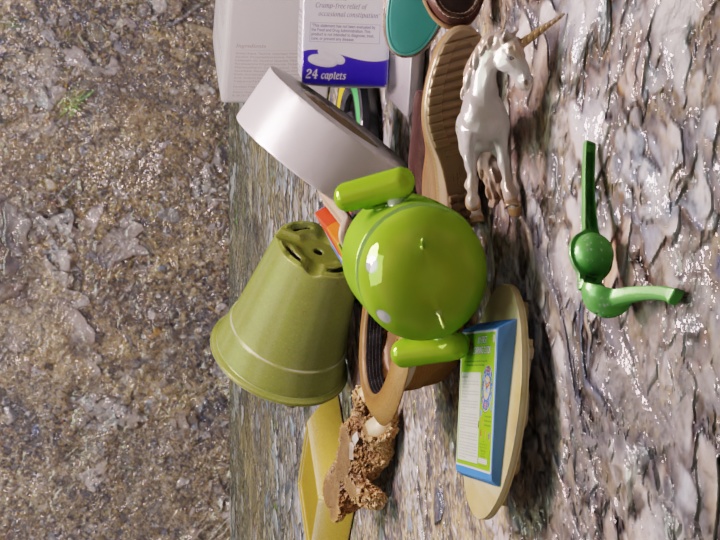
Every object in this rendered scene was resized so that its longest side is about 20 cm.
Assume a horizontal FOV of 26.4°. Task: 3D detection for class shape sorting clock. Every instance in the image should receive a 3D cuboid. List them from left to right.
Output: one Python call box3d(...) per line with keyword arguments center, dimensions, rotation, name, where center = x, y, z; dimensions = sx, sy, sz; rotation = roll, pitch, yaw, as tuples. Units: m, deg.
box3d(center=(0.117, 0.112, 1.321), dimensions=(0.200, 0.039, 0.203), rotation=(-177, 90, -82), name="shape sorting clock")

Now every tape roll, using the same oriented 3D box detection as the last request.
box3d(center=(-0.040, -0.141, 1.717), dimensions=(0.071, 0.201, 0.203), rotation=(-54, 19, 9), name="tape roll")

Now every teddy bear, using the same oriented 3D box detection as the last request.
box3d(center=(0.011, 0.219, 1.856), dimensions=(0.145, 0.066, 0.203), rotation=(-128, 45, -58), name="teddy bear")

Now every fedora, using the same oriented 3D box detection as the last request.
box3d(center=(0.055, 0.058, 1.539), dimensions=(0.200, 0.081, 0.204), rotation=(-175, 90, -77), name="fedora")

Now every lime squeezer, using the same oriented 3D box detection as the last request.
box3d(center=(0.168, -0.013, 1.062), dimensions=(0.201, 0.037, 0.071), rotation=(-105, 18, -56), name="lime squeezer")

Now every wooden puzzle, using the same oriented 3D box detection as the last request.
box3d(center=(0.000, 0.000, 1.737), dimensions=(0.187, 0.037, 0.200), rotation=(63, -179, -21), name="wooden puzzle")

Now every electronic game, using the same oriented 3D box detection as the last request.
box3d(center=(-0.011, -0.165, 1.981), dimensions=(0.200, 0.041, 0.203), rotation=(180, 90, -79), name="electronic game")

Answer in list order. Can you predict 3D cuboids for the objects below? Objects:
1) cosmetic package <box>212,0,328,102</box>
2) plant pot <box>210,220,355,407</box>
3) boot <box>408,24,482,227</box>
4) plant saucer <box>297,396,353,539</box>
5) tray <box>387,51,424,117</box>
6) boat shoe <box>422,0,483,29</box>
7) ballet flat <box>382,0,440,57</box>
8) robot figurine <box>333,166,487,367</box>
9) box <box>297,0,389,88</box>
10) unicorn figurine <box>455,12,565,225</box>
box3d(center=(-0.127, -0.375, 2.262), dimensions=(0.202, 0.164, 0.169), rotation=(100, 165, -45), name="cosmetic package")
box3d(center=(-0.081, 0.043, 2.057), dimensions=(0.201, 0.197, 0.192), rotation=(-105, 31, -52), name="plant pot")
box3d(center=(0.072, -0.148, 1.457), dimensions=(0.167, 0.071, 0.203), rotation=(-121, 28, -63), name="boot")
box3d(center=(-0.054, 0.314, 2.203), dimensions=(0.201, 0.048, 0.202), rotation=(-101, 15, -46), name="plant saucer")
box3d(center=(0.055, -0.278, 1.686), dimensions=(0.108, 0.022, 0.203), rotation=(-118, 30, -69), name="tray")
box3d(center=(0.086, -0.324, 1.393), dimensions=(0.070, 0.069, 0.203), rotation=(133, 136, -80), name="boat shoe")
box3d(center=(0.064, -0.313, 1.521), dimensions=(0.067, 0.067, 0.202), rotation=(-84, 6, -66), name="ballet flat")
box3d(center=(0.047, -0.005, 1.349), dimensions=(0.200, 0.114, 0.178), rotation=(-131, 23, -77), name="robot figurine")
box3d(center=(-0.020, -0.323, 1.809), dimensions=(0.184, 0.103, 0.203), rotation=(-110, 22, -78), name="box")
box3d(center=(0.108, -0.117, 1.276), dimensions=(0.200, 0.073, 0.140), rotation=(150, 116, -75), name="unicorn figurine")
